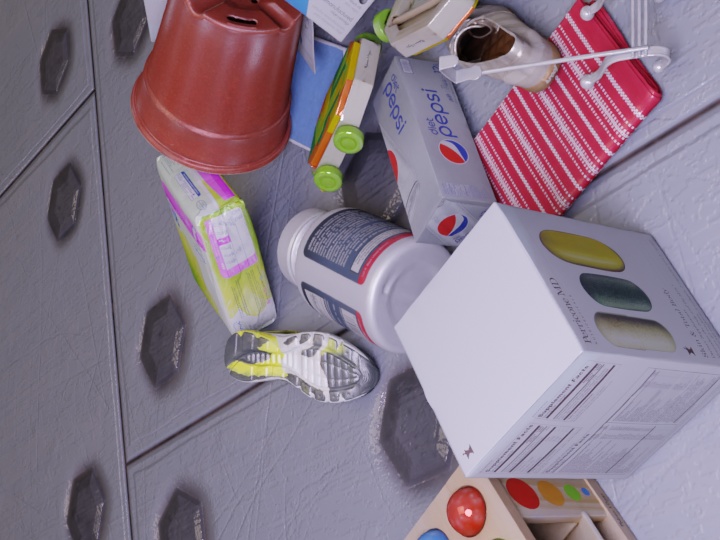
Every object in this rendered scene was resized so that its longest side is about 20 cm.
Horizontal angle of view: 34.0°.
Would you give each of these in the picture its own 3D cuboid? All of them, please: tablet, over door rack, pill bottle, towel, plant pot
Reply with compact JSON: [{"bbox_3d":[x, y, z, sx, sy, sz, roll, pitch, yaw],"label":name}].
[{"bbox_3d":[-0.083,-0.231,1.474,0.199,0.014,0.132,31,108,51],"label":"tablet"},{"bbox_3d":[0.173,-0.240,1.046,0.196,0.067,0.150,-1,73,14],"label":"over door rack"},{"bbox_3d":[0.000,0.000,1.240,0.199,0.118,0.122,26,104,51],"label":"pill bottle"},{"bbox_3d":[0.187,-0.136,1.106,0.201,0.022,0.146,-53,46,32],"label":"towel"},{"bbox_3d":[-0.155,-0.252,1.354,0.196,0.198,0.203,114,143,-49],"label":"plant pot"}]

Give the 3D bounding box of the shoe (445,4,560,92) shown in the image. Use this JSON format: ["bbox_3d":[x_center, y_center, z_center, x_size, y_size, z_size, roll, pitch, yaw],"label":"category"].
[{"bbox_3d":[0.126,-0.227,1.155,0.071,0.053,0.200,-67,28,12],"label":"shoe"}]

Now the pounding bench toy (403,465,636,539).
[{"bbox_3d":[0.147,0.268,0.972,0.125,0.154,0.201,-57,45,27],"label":"pounding bench toy"}]

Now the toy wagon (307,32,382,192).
[{"bbox_3d":[-0.024,-0.163,1.315,0.201,0.039,0.157,122,163,-50],"label":"toy wagon"}]

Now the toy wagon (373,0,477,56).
[{"bbox_3d":[0.091,-0.314,1.204,0.154,0.039,0.202,-13,49,55],"label":"toy wagon"}]

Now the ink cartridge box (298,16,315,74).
[{"bbox_3d":[-0.059,-0.354,1.358,0.163,0.049,0.202,-121,23,-50],"label":"ink cartridge box"}]

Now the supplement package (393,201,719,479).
[{"bbox_3d":[0.165,0.063,0.953,0.151,0.198,0.153,-52,48,32],"label":"supplement package"}]

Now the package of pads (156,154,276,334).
[{"bbox_3d":[-0.173,-0.034,1.434,0.155,0.067,0.202,49,159,45],"label":"package of pads"}]

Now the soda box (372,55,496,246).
[{"bbox_3d":[0.071,-0.122,1.191,0.069,0.062,0.202,121,144,-44],"label":"soda box"}]

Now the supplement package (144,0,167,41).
[{"bbox_3d":[-0.191,-0.403,1.443,0.201,0.149,0.153,95,174,-61],"label":"supplement package"}]

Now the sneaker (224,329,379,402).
[{"bbox_3d":[-0.057,0.097,1.335,0.197,0.084,0.076,10,98,31],"label":"sneaker"}]

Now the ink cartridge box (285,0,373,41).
[{"bbox_3d":[-0.007,-0.358,1.227,0.200,0.115,0.067,-49,33,17],"label":"ink cartridge box"}]
